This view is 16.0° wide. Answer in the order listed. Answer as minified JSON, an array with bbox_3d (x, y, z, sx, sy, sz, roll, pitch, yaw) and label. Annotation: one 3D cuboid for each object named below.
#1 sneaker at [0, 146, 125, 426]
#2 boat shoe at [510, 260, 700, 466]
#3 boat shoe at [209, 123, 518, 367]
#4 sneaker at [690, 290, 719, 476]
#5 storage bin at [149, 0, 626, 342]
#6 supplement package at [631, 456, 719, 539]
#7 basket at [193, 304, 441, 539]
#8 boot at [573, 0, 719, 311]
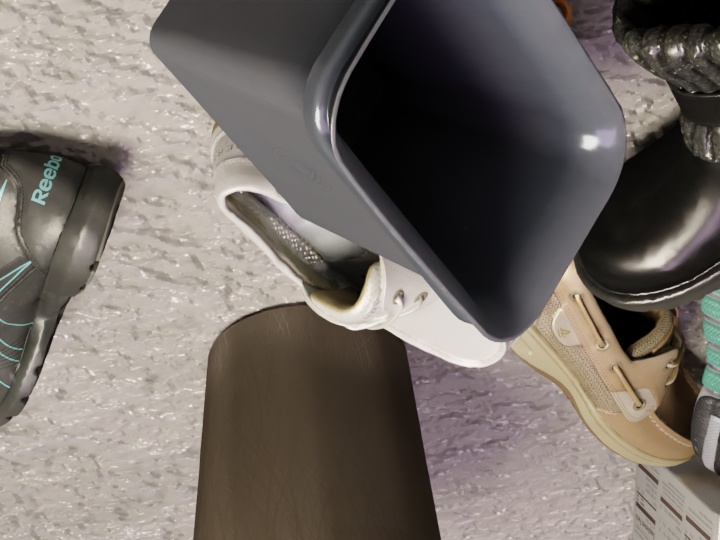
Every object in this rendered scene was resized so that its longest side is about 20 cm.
[{"bbox_3d":[-0.183,0.004,1.306,0.079,0.075,0.200,21,135,-10],"label":"sneaker"},{"bbox_3d":[0.143,0.045,1.373,0.064,0.071,0.200,-23,140,29],"label":"boat shoe"},{"bbox_3d":[0.000,0.000,1.263,0.200,0.069,0.071,36,131,-26],"label":"boat shoe"},{"bbox_3d":[0.228,0.019,1.367,0.074,0.088,0.200,29,133,22],"label":"sneaker"},{"bbox_3d":[0.011,-0.084,1.122,0.134,0.146,0.200,21,163,36],"label":"storage bin"},{"bbox_3d":[0.249,0.171,1.444,0.156,0.111,0.200,2,-172,-6],"label":"supplement package"},{"bbox_3d":[-0.025,0.131,1.374,0.136,0.200,0.180,17,143,-27],"label":"basket"},{"bbox_3d":[0.155,-0.071,1.189,0.211,0.080,0.158,-35,143,23],"label":"boot"}]
